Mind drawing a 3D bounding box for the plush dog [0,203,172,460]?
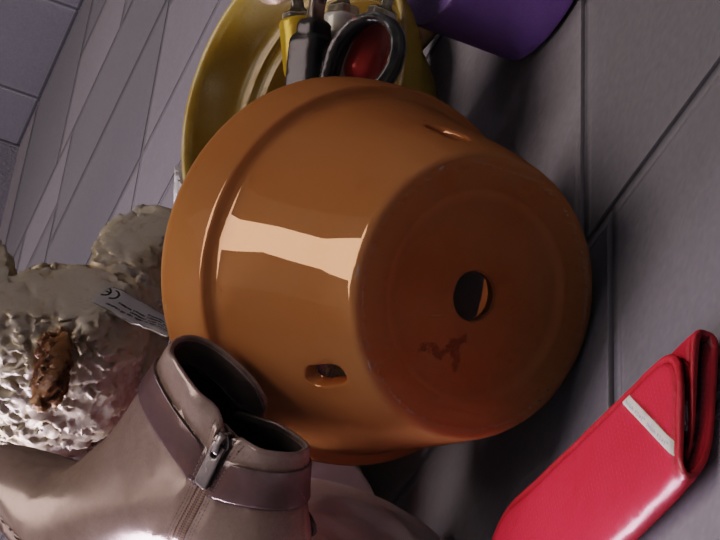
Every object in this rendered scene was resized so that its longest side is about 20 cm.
[{"bbox_3d":[-0.174,0.071,1.340,0.161,0.199,0.172,-104,12,-47],"label":"plush dog"}]

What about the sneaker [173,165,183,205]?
[{"bbox_3d":[-0.079,-0.023,1.477,0.200,0.080,0.077,-105,20,-68],"label":"sneaker"}]

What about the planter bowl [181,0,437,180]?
[{"bbox_3d":[-0.014,-0.094,1.390,0.200,0.083,0.201,-22,59,43],"label":"planter bowl"}]

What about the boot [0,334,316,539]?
[{"bbox_3d":[-0.104,0.096,1.143,0.070,0.200,0.147,-25,-39,-51],"label":"boot"}]

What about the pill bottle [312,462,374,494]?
[{"bbox_3d":[-0.059,0.141,1.380,0.200,0.116,0.117,-177,105,-75],"label":"pill bottle"}]

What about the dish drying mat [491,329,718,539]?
[{"bbox_3d":[0.101,0.102,1.025,0.200,0.018,0.077,128,155,-52],"label":"dish drying mat"}]

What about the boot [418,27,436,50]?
[{"bbox_3d":[-0.028,-0.097,1.564,0.201,0.071,0.144,-51,-3,39],"label":"boot"}]

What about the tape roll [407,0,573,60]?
[{"bbox_3d":[0.095,-0.229,1.370,0.200,0.065,0.201,-162,90,-77],"label":"tape roll"}]

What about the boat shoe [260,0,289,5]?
[{"bbox_3d":[0.001,-0.238,1.336,0.200,0.065,0.072,-39,38,10],"label":"boat shoe"}]

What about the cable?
[{"bbox_3d":[-0.017,-0.070,1.297,0.097,0.050,0.201,4,86,36],"label":"cable"}]

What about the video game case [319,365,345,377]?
[{"bbox_3d":[0.000,0.000,1.282,0.200,0.018,0.144,25,-98,-63],"label":"video game case"}]

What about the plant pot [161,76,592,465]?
[{"bbox_3d":[0.021,0.005,1.144,0.140,0.200,0.201,10,81,58],"label":"plant pot"}]

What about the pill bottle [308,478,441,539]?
[{"bbox_3d":[-0.035,0.219,1.204,0.111,0.110,0.200,-109,39,-67],"label":"pill bottle"}]
